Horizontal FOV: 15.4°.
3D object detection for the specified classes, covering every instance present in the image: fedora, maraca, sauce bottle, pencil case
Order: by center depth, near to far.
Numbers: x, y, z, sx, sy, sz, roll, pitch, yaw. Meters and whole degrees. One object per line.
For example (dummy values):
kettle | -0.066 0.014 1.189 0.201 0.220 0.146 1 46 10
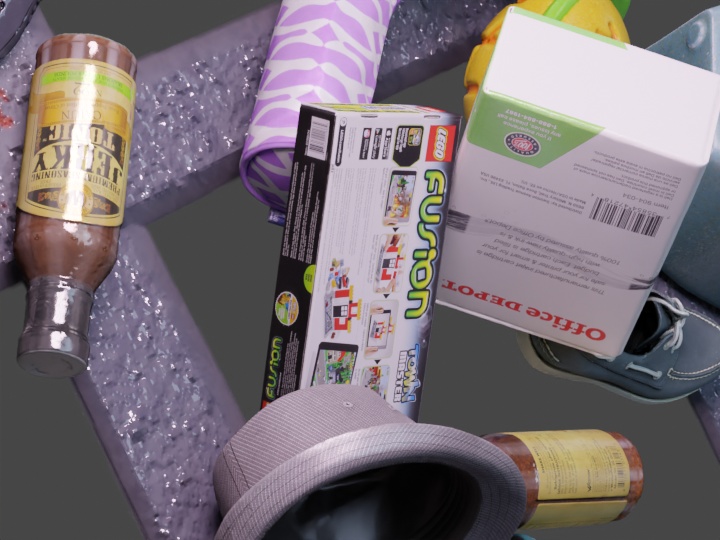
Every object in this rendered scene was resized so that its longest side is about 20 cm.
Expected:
sauce bottle | -0.166 -0.037 1.531 0.064 0.065 0.201 21 59 -36
fedora | -0.010 0.130 1.568 0.199 0.177 0.091 3 42 -36
pencil case | -0.018 -0.129 1.691 0.085 0.084 0.201 15 61 -5
sauce bottle | 0.096 0.134 1.708 0.199 0.066 0.066 4 71 -43
maraca | 0.138 -0.143 1.818 0.107 0.137 0.200 27 55 15

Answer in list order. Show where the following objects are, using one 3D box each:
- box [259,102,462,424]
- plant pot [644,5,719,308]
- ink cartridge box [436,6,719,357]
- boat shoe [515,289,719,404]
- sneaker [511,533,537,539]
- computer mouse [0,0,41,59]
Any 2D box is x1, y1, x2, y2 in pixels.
box | 0.000 0.000 1.627 0.110 0.035 0.201 -2 104 -44
plant pot | 0.290 -0.087 1.901 0.199 0.196 0.197 16 63 -28
ink cartridge box | 0.130 -0.052 1.688 0.145 0.200 0.084 18 50 0
boat shoe | 0.196 0.048 1.839 0.199 0.062 0.073 9 68 -41
sneaker | 0.127 0.203 1.705 0.199 0.071 0.080 -6 80 -44
computer mouse | -0.228 -0.128 1.530 0.059 0.034 0.201 42 50 -25
